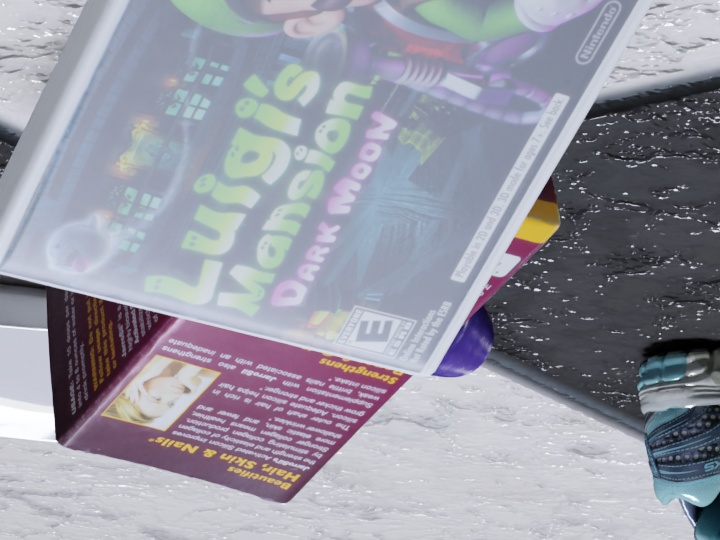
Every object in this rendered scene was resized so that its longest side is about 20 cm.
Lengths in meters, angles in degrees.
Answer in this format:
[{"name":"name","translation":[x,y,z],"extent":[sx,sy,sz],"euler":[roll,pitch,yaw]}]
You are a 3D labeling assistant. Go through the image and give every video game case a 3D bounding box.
[{"name":"video game case","translation":[-0.011,-0.061,1.019],"extent":[0.181,0.023,0.200],"euler":[15,122,-26]}]

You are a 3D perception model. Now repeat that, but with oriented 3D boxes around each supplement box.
[{"name":"supplement box","translation":[-0.027,-0.005,1.162],"extent":[0.110,0.086,0.200],"euler":[17,136,-30]}]

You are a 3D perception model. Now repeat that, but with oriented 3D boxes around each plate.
[{"name":"plate","translation":[-0.204,0.041,1.516],"extent":[0.199,0.032,0.200],"euler":[7,160,-6]}]

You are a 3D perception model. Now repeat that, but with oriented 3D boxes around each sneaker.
[{"name":"sneaker","translation":[0.195,0.107,1.527],"extent":[0.077,0.087,0.200],"euler":[-8,157,34]}]

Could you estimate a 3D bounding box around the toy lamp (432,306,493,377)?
[{"name":"toy lamp","translation":[0.000,0.000,1.313],"extent":[0.058,0.058,0.200],"euler":[-6,159,28]}]
